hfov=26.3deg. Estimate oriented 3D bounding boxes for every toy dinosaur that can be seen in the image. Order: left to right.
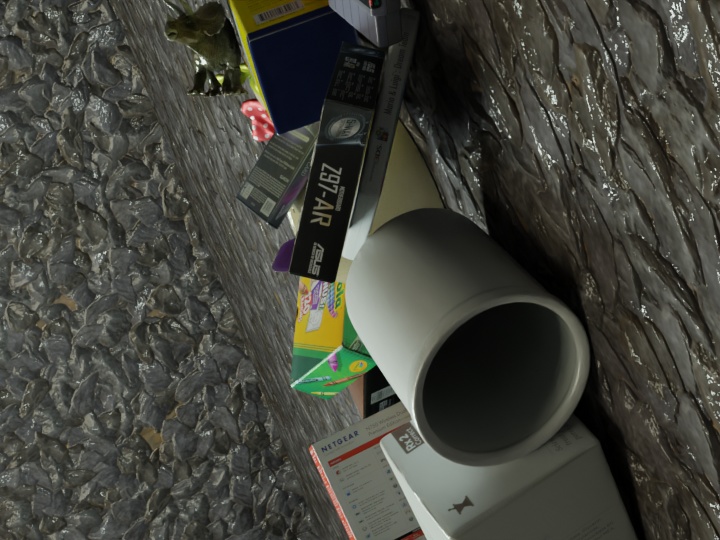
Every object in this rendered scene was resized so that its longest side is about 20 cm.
[{"bbox_3d":[-0.155,-0.238,1.644,0.200,0.076,0.104,-45,-46,-82],"label":"toy dinosaur"}]

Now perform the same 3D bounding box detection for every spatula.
[{"bbox_3d":[0.000,0.000,1.740,0.021,0.198,0.057,97,-170,-48],"label":"spatula"}]

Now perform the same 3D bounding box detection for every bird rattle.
[{"bbox_3d":[-0.097,-0.201,1.923,0.163,0.112,0.201,40,161,28],"label":"bird rattle"}]

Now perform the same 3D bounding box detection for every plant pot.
[{"bbox_3d":[-0.003,-0.063,1.664,0.201,0.133,0.201,60,167,23],"label":"plant pot"}]

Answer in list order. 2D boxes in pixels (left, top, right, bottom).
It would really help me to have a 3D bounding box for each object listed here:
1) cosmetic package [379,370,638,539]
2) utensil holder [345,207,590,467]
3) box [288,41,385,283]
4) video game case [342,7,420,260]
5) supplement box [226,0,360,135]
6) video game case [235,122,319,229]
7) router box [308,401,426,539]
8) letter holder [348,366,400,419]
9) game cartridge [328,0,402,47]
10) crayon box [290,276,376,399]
[{"bbox_3d":[0.147,0.229,1.458,0.165,0.164,0.201,48,166,55],"label":"cosmetic package"},{"bbox_3d":[0.089,0.053,1.400,0.200,0.169,0.171,-128,17,-56],"label":"utensil holder"},{"bbox_3d":[-0.020,-0.102,1.379,0.200,0.043,0.162,-80,3,-68],"label":"box"},{"bbox_3d":[0.018,-0.123,1.449,0.200,0.023,0.184,108,175,-73],"label":"video game case"},{"bbox_3d":[-0.068,-0.243,1.573,0.200,0.108,0.110,-115,7,-56],"label":"supplement box"},{"bbox_3d":[-0.063,-0.148,1.669,0.019,0.201,0.143,31,-178,-22],"label":"video game case"},{"bbox_3d":[0.064,0.250,1.852,0.181,0.198,0.049,64,169,9],"label":"router box"},{"bbox_3d":[0.019,0.079,1.960,0.200,0.100,0.143,90,154,-65],"label":"letter holder"},{"bbox_3d":[-0.008,-0.309,1.348,0.130,0.038,0.202,-124,23,-57],"label":"game cartridge"},{"bbox_3d":[-0.023,0.035,1.807,0.119,0.058,0.202,-39,38,47],"label":"crayon box"}]
